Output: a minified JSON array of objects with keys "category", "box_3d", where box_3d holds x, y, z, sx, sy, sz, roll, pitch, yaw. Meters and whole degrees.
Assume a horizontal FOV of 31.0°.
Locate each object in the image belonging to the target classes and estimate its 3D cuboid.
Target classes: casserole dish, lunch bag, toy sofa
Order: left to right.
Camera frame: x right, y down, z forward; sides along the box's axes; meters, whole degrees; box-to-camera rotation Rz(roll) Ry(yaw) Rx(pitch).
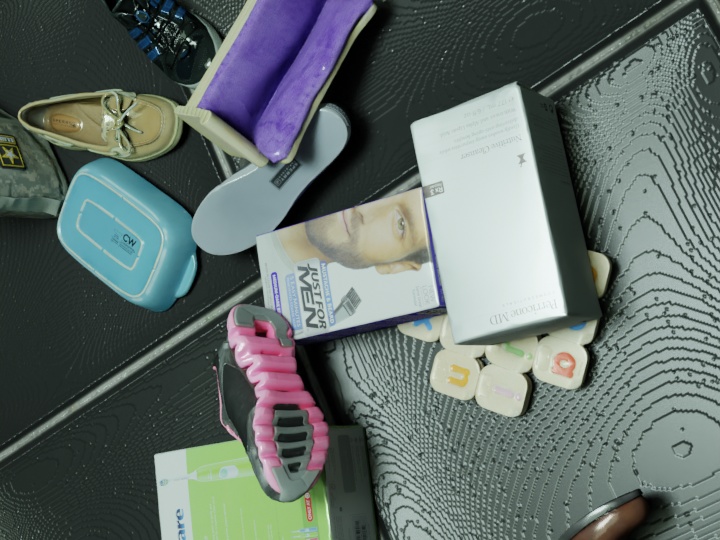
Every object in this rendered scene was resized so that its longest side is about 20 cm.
[{"category":"lunch bag","box_3d":[-0.434,-0.122,1.423,0.200,0.164,0.118,32,106,28]},{"category":"casserole dish","box_3d":[-0.255,-0.039,1.376,0.200,0.039,0.122,35,111,27]},{"category":"toy sofa","box_3d":[-0.077,-0.202,1.211,0.097,0.083,0.201,18,76,49]}]

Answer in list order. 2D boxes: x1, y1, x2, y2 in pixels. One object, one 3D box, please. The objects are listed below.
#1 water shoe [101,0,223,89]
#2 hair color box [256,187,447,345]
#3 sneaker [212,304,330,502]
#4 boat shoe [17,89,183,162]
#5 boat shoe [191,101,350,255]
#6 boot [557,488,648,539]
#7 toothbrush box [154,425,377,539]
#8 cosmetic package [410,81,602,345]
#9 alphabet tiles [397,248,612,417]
[{"category":"water shoe","box_3d":[-0.222,-0.258,1.352,0.200,0.079,0.072,44,109,26]},{"category":"hair color box","box_3d":[0.000,0.000,1.199,0.199,0.065,0.110,-15,79,34]},{"category":"sneaker","box_3d":[-0.091,0.131,1.172,0.095,0.079,0.201,-50,42,34]},{"category":"boat shoe","box_3d":[-0.278,-0.156,1.389,0.199,0.063,0.074,1,87,32]},{"category":"boat shoe","box_3d":[-0.084,-0.094,1.268,0.070,0.066,0.200,42,110,-7]},{"category":"boot","box_3d":[0.225,0.302,1.047,0.200,0.068,0.189,46,109,25]},{"category":"toothbrush box","box_3d":[-0.090,0.233,1.234,0.199,0.086,0.146,-14,77,29]},{"category":"cosmetic package","box_3d":[0.123,-0.043,1.107,0.112,0.081,0.201,-19,75,29]},{"category":"alphabet tiles","box_3d":[0.126,0.023,1.157,0.195,0.015,0.201,16,95,34]}]
